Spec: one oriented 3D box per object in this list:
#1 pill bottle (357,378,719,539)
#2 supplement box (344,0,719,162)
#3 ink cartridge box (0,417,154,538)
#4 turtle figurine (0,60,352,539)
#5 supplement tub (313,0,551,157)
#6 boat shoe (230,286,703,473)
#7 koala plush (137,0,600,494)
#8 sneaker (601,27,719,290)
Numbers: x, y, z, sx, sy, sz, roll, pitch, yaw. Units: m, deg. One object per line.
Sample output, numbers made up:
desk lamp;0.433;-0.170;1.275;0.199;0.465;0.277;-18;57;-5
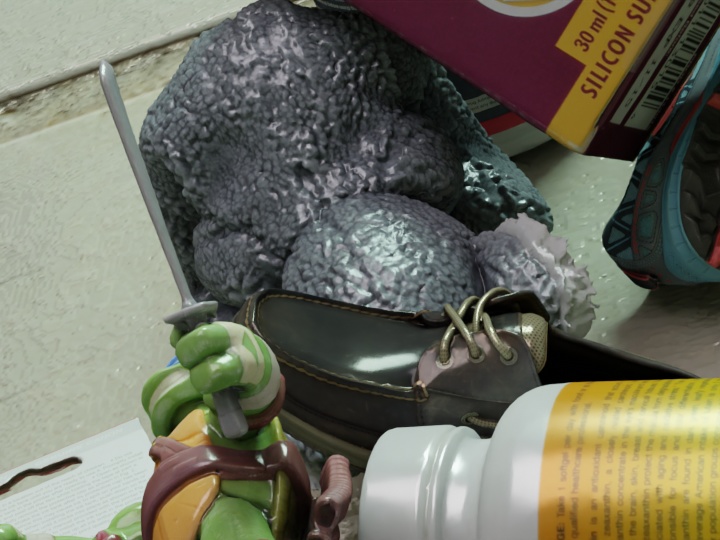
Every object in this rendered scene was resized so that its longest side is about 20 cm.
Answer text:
pill bottle;0.106;0.093;0.863;0.200;0.111;0.111;-3;38;19
supplement box;0.058;-0.152;1.051;0.200;0.103;0.131;34;101;16
ink cartridge box;-0.096;0.142;0.924;0.109;0.050;0.200;-22;34;-11
turtle figurine;-0.081;0.081;0.819;0.144;0.200;0.194;-27;43;6
supplement tub;0.039;-0.164;1.226;0.140;0.200;0.140;-19;33;13
boat shoe;0.048;0.039;0.947;0.200;0.073;0.075;17;35;-15
koala plush;0.000;0.000;1.067;0.177;0.184;0.200;-27;43;1
sneaker;0.161;-0.076;1.110;0.096;0.079;0.200;-24;29;54
